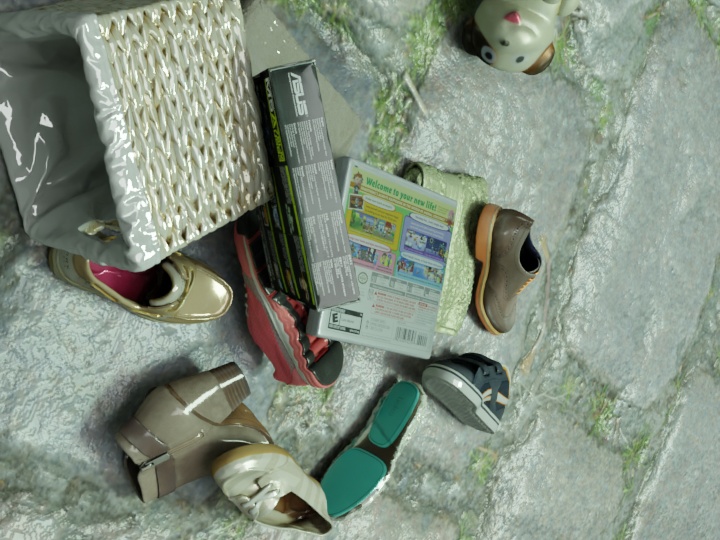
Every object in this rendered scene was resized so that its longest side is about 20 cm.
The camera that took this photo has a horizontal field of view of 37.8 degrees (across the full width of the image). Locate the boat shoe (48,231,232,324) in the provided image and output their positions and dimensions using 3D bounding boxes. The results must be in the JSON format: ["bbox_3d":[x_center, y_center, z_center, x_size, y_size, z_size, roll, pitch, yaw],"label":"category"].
[{"bbox_3d":[-0.194,0.013,0.992,0.199,0.069,0.075,18,88,-43],"label":"boat shoe"}]

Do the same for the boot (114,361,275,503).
[{"bbox_3d":[-0.165,0.187,1.071,0.145,0.070,0.202,-34,128,-21],"label":"boot"}]

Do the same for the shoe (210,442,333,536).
[{"bbox_3d":[-0.083,0.230,1.083,0.070,0.054,0.200,-37,144,8],"label":"shoe"}]

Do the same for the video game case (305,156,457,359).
[{"bbox_3d":[0.028,-0.008,1.128,0.199,0.022,0.185,16,83,-49],"label":"video game case"}]

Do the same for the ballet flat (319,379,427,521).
[{"bbox_3d":[0.020,0.222,1.243,0.201,0.071,0.072,-51,128,-21],"label":"ballet flat"}]

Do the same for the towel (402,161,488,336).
[{"bbox_3d":[0.092,-0.022,1.267,0.147,0.036,0.203,7,96,-44],"label":"towel"}]

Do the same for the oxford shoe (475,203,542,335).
[{"bbox_3d":[0.187,0.010,1.314,0.072,0.072,0.202,-57,150,-38],"label":"oxford shoe"}]

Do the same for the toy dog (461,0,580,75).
[{"bbox_3d":[0.189,-0.333,1.226,0.138,0.194,0.203,19,91,-6],"label":"toy dog"}]

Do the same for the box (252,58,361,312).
[{"bbox_3d":[-0.061,-0.075,0.931,0.047,0.193,0.203,-13,97,-17],"label":"box"}]

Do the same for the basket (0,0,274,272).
[{"bbox_3d":[-0.194,-0.127,0.874,0.160,0.197,0.203,-26,116,-37],"label":"basket"}]

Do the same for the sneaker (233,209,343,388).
[{"bbox_3d":[-0.095,0.036,1.083,0.074,0.086,0.202,-37,109,-49],"label":"sneaker"}]

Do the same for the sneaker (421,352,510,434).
[{"bbox_3d":[0.134,0.136,1.307,0.080,0.078,0.200,-65,152,-14],"label":"sneaker"}]

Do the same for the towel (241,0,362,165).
[{"bbox_3d":[-0.083,-0.164,1.069,0.200,0.034,0.134,47,59,-37],"label":"towel"}]
